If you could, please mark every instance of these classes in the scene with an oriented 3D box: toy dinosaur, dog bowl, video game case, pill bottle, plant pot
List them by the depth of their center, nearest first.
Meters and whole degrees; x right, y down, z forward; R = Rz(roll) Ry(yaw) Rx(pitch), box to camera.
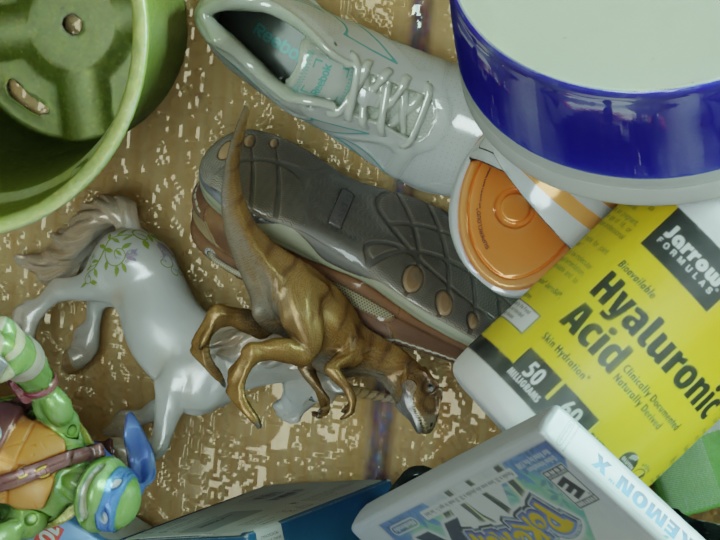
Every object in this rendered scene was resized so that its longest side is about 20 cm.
[{"bbox_3d":[0.142,-0.131,1.364,0.199,0.079,0.201,-5,50,7],"label":"dog bowl"},{"bbox_3d":[0.107,0.156,1.369,0.182,0.022,0.200,42,148,-8],"label":"video game case"},{"bbox_3d":[0.150,0.019,1.381,0.200,0.111,0.111,-44,84,-2],"label":"pill bottle"},{"bbox_3d":[-0.040,0.015,1.434,0.106,0.060,0.200,-43,114,-1],"label":"toy dinosaur"},{"bbox_3d":[-0.176,-0.125,1.451,0.199,0.184,0.202,2,97,13],"label":"plant pot"}]

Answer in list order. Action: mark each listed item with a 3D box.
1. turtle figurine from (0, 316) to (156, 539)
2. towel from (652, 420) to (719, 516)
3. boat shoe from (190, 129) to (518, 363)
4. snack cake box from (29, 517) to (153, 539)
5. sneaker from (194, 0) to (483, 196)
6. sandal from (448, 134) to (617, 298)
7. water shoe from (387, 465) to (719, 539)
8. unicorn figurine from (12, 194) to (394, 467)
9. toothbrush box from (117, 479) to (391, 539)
[{"bbox_3d":[-0.218,0.088,1.411,0.193,0.200,0.145,20,128,27],"label":"turtle figurine"},{"bbox_3d":[0.195,0.015,1.456,0.148,0.031,0.201,-17,94,18],"label":"towel"},{"bbox_3d":[0.000,0.000,1.485,0.199,0.076,0.072,31,134,1],"label":"boat shoe"},{"bbox_3d":[-0.166,0.229,1.545,0.115,0.067,0.201,31,102,10],"label":"snack cake box"},{"bbox_3d":[-0.001,-0.091,1.465,0.199,0.080,0.071,26,99,9],"label":"sneaker"},{"bbox_3d":[0.116,-0.083,1.413,0.079,0.059,0.207,37,85,10],"label":"sandal"},{"bbox_3d":[0.106,0.143,1.442,0.199,0.079,0.072,2,58,22],"label":"water shoe"},{"bbox_3d":[-0.099,0.043,1.505,0.137,0.074,0.200,-41,88,19],"label":"unicorn figurine"},{"bbox_3d":[-0.040,0.220,1.464,0.085,0.146,0.202,-6,95,31],"label":"toothbrush box"}]
